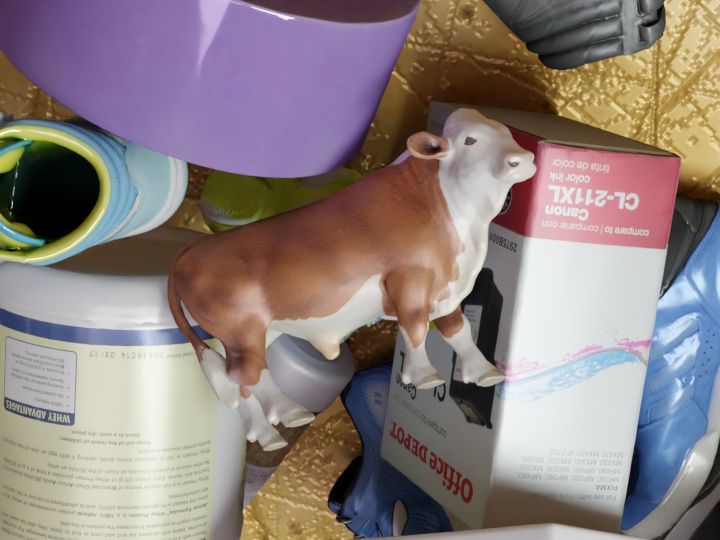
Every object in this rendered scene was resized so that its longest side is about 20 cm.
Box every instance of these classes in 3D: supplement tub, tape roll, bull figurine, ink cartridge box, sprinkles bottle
[{"bbox_3d":[-0.131,0.085,1.096,0.144,0.145,0.202,5,104,2],"label":"supplement tub"},{"bbox_3d":[-0.075,-0.133,1.007,0.199,0.200,0.085,21,117,-6],"label":"tape roll"},{"bbox_3d":[0.002,0.005,0.975,0.199,0.065,0.122,-19,75,21],"label":"bull figurine"},{"bbox_3d":[0.083,0.024,1.064,0.082,0.146,0.202,4,100,-22],"label":"ink cartridge box"},{"bbox_3d":[-0.084,0.109,1.199,0.068,0.068,0.200,33,114,-11],"label":"sprinkles bottle"}]

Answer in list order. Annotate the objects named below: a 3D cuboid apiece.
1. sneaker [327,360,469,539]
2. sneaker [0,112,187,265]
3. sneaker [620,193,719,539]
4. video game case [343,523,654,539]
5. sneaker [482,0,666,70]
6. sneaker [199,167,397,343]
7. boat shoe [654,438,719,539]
[{"bbox_3d":[0.030,0.142,1.210,0.088,0.079,0.202,-5,107,15],"label":"sneaker"},{"bbox_3d":[-0.191,-0.033,0.966,0.198,0.131,0.080,-14,93,12],"label":"sneaker"},{"bbox_3d":[0.153,0.049,1.143,0.110,0.077,0.201,17,112,-11],"label":"sneaker"},{"bbox_3d":[0.066,0.152,1.048,0.199,0.182,0.023,-11,73,37],"label":"video game case"},{"bbox_3d":[0.149,-0.174,1.045,0.199,0.071,0.099,-28,113,23],"label":"sneaker"},{"bbox_3d":[0.000,0.000,1.099,0.076,0.200,0.105,-43,130,-16],"label":"sneaker"},{"bbox_3d":[0.233,0.106,1.173,0.060,0.076,0.200,27,127,-8],"label":"boat shoe"}]
